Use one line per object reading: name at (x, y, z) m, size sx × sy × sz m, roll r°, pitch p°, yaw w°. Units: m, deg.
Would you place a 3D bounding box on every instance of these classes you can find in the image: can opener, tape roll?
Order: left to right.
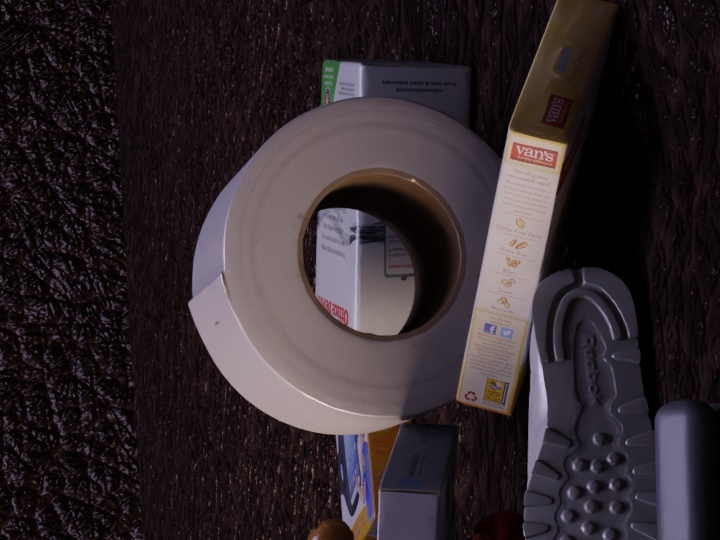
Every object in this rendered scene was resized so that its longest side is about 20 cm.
tape roll at (0.000, 0.000, 1.830) m, size 0.139 × 0.202 × 0.203 m, roll 147°, pitch 122°, yaw -75°
can opener at (0.178, 0.160, 1.358) m, size 0.067 × 0.053 × 0.201 m, roll -10°, pitch 78°, yaw 46°

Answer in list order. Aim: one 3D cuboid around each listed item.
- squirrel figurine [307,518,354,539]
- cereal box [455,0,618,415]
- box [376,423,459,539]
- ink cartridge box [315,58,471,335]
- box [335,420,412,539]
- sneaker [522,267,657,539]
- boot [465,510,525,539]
squirrel figurine at (-0.036, 0.278, 2.031) m, size 0.142 × 0.186 × 0.201 m, roll -125°, pitch 37°, yaw -70°
cereal box at (0.099, -0.038, 1.624) m, size 0.144 × 0.039 × 0.200 m, roll -67°, pitch -10°, yaw -49°
box at (0.032, 0.208, 1.741) m, size 0.156 × 0.041 × 0.201 m, roll -63°, pitch -25°, yaw -77°
ink cartridge box at (0.021, -0.047, 2.017) m, size 0.147 × 0.083 × 0.201 m, roll -153°, pitch 65°, yaw -77°
box at (0.009, 0.113, 2.191) m, size 0.119 × 0.041 × 0.201 m, roll 115°, pitch 151°, yaw -64°
sneaker at (0.124, 0.102, 1.565) m, size 0.081 × 0.076 × 0.201 m, roll 100°, pitch 175°, yaw -70°
boot at (0.088, 0.222, 1.723) m, size 0.200 × 0.072 × 0.145 m, roll -161°, pitch 73°, yaw -82°
